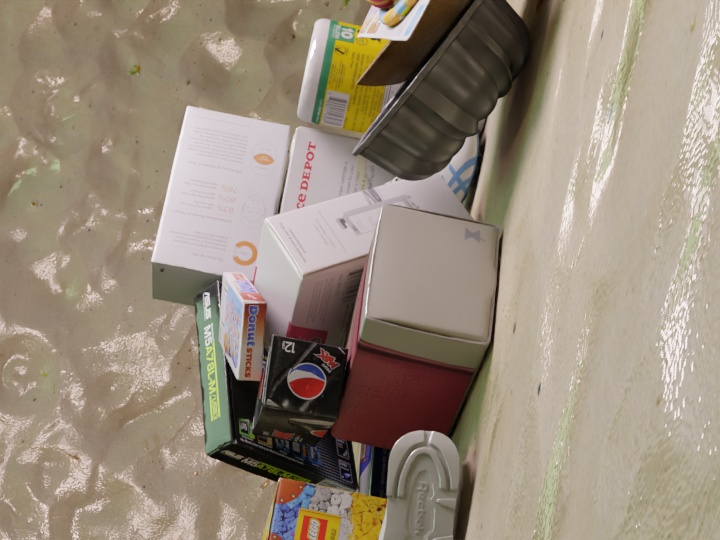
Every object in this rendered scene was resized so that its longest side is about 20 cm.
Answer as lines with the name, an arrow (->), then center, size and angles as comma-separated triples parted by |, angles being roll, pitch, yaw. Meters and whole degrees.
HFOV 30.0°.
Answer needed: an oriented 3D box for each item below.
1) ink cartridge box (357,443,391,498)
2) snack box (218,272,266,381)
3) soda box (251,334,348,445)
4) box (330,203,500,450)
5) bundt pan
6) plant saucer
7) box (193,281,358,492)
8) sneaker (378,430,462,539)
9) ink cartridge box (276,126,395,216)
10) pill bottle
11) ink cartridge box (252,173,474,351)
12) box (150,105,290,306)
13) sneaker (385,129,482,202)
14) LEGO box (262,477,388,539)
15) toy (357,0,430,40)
ink cartridge box -> 0.024, 0.206, 1.407 | 0.200, 0.046, 0.200 | 108, 167, -70
snack box -> -0.115, 0.050, 1.282 | 0.200, 0.024, 0.073 | -146, 61, -77
soda box -> -0.058, 0.113, 1.228 | 0.200, 0.070, 0.064 | 117, 163, -75
box -> 0.046, 0.057, 1.194 | 0.201, 0.108, 0.129 | 105, 175, -52
bundt pan -> 0.081, -0.161, 1.222 | 0.202, 0.076, 0.202 | -50, 6, 7
plant saucer -> 0.070, -0.240, 1.237 | 0.201, 0.035, 0.200 | -51, 5, 7
box -> -0.090, 0.133, 1.447 | 0.047, 0.199, 0.195 | -28, 51, 30
sneaker -> 0.044, 0.230, 1.065 | 0.081, 0.076, 0.202 | 69, -144, -75
ink cartridge box -> 0.005, -0.067, 1.549 | 0.145, 0.198, 0.149 | 148, 134, -86
pill bottle -> 0.038, -0.198, 1.453 | 0.113, 0.198, 0.114 | -168, 90, -87
ink cartridge box -> 0.000, 0.000, 1.321 | 0.083, 0.198, 0.147 | 55, 148, 31
box -> -0.156, -0.066, 1.511 | 0.098, 0.123, 0.202 | 108, 172, -64
sneaker -> 0.053, -0.077, 1.416 | 0.200, 0.072, 0.072 | -51, 41, 16
LEGO box -> -0.017, 0.264, 1.197 | 0.200, 0.147, 0.078 | 109, 173, -62
toy -> 0.031, -0.261, 1.172 | 0.116, 0.047, 0.200 | -61, 13, 3
